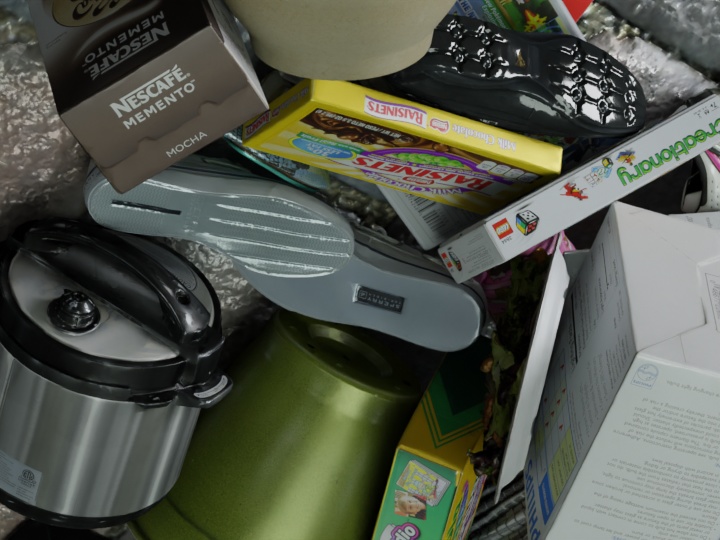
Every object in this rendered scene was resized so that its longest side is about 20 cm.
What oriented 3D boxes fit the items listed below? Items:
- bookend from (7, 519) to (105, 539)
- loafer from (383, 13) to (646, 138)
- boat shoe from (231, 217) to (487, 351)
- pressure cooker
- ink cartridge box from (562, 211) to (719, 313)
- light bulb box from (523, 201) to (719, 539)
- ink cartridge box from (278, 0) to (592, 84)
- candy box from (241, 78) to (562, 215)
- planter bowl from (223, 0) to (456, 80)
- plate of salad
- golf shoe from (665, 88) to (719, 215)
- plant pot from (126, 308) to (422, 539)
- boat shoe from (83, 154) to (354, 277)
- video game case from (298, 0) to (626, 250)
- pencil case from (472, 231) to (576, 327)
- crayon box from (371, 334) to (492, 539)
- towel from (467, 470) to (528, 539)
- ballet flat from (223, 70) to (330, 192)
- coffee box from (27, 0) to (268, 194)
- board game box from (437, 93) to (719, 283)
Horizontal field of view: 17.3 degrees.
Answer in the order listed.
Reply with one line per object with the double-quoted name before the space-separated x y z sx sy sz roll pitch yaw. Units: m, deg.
"bookend" -0.246 0.321 1.941 0.199 0.092 0.200 -42 130 19
"loafer" 0.107 -0.130 1.631 0.200 0.068 0.070 12 159 -29
"boat shoe" 0.002 -0.004 1.772 0.202 0.086 0.075 17 110 5
"pressure cooker" -0.189 0.064 1.694 0.176 0.179 0.200 6 126 -19
"ink cartridge box" 0.242 0.049 1.834 0.173 0.044 0.200 -3 125 1
"light bulb box" 0.209 0.093 1.717 0.125 0.198 0.200 16 123 -9
"ink cartridge box" 0.065 -0.176 1.673 0.200 0.045 0.176 22 119 -32
"candy box" 0.029 -0.085 1.632 0.200 0.026 0.102 15 160 -26
"planter bowl" -0.013 -0.205 1.511 0.200 0.200 0.135 -8 123 -12
"plate of salad" 0.111 0.068 1.697 0.048 0.200 0.200 14 126 5
"golf shoe" 0.294 -0.059 1.830 0.092 0.073 0.200 -24 122 9
"plant pot" -0.052 0.139 1.809 0.200 0.200 0.193 20 107 -30
"boat shoe" -0.099 -0.054 1.692 0.200 0.067 0.074 16 125 -19
"video game case" 0.078 -0.123 1.678 0.182 0.022 0.200 -30 131 9
"pencil case" 0.151 0.043 1.855 0.086 0.083 0.200 -3 140 31
"crayon box" 0.056 0.174 1.807 0.058 0.173 0.200 19 124 8
"towel" 0.160 0.215 1.969 0.166 0.086 0.200 13 145 -36
"ballet flat" -0.085 -0.119 1.657 0.200 0.074 0.074 25 116 -35
"coffee box" -0.143 -0.157 1.516 0.113 0.200 0.080 -30 131 6
"board game box" 0.160 -0.057 1.689 0.200 0.126 0.035 -29 90 -14
